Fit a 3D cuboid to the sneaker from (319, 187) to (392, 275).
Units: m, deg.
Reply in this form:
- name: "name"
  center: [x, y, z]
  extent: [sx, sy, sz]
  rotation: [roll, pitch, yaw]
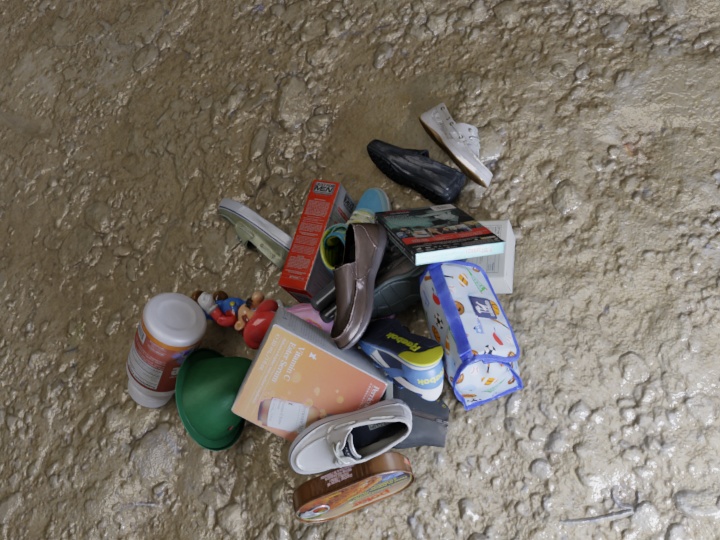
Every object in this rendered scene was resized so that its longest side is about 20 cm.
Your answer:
- name: "sneaker"
  center: [-0.007, -0.071, 1.318]
  extent: [0.078, 0.131, 0.205]
  rotation: [5, 70, 26]

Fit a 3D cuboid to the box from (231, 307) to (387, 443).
- name: "box"
  center: [-0.077, 0.179, 1.181]
  extent: [0.196, 0.106, 0.155]
  rotation: [27, 98, -6]

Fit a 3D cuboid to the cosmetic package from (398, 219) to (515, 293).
- name: "cosmetic package"
  center: [0.153, -0.021, 1.263]
  extent: [0.195, 0.073, 0.106]
  rotation: [1, 68, 22]

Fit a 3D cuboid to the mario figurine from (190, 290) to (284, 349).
- name: "mario figurine"
  center: [-0.211, 0.062, 1.354]
  extent: [0.196, 0.108, 0.123]
  rotation: [13, 43, 38]

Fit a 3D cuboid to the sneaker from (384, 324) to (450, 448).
- name: "sneaker"
  center: [0.092, 0.186, 1.213]
  extent: [0.103, 0.075, 0.205]
  rotation: [3, 63, 5]

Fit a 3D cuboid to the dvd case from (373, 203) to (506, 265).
- name: "dvd case"
  center: [0.116, -0.060, 1.171]
  extent: [0.142, 0.023, 0.200]
  rotation: [-8, 24, -15]

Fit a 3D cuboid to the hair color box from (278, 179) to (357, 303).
- name: "hair color box"
  center: [-0.070, -0.045, 1.351]
  extent: [0.060, 0.102, 0.205]
  rotation: [10, 71, 27]

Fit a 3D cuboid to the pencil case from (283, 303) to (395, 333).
- name: "pencil case"
  center: [-0.036, 0.077, 1.283]
  extent: [0.195, 0.088, 0.090]
  rotation: [-15, 63, 8]

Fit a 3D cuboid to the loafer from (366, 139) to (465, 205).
- name: "loafer"
  center: [0.098, -0.186, 1.363]
  extent: [0.198, 0.068, 0.071]
  rotation: [32, 74, 25]

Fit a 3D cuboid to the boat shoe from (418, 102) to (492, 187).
- name: "boat shoe"
  center: [0.179, -0.230, 1.342]
  extent: [0.069, 0.071, 0.201]
  rotation: [-38, 58, 5]

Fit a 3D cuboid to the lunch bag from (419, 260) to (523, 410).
- name: "lunch bag"
  center: [0.162, 0.092, 1.138]
  extent: [0.121, 0.200, 0.173]
  rotation: [-25, 60, 10]

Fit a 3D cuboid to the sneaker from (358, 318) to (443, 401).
- name: "sneaker"
  center: [0.056, 0.132, 1.148]
  extent: [0.073, 0.084, 0.199]
  rotation: [-26, 27, -20]

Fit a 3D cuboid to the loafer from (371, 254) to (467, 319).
- name: "loafer"
  center: [0.080, 0.005, 1.214]
  extent: [0.197, 0.072, 0.063]
  rotation: [-32, 40, 5]

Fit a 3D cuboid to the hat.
- name: "hat"
  center: [-0.181, 0.179, 1.248]
  extent: [0.173, 0.167, 0.202]
  rotation: [-22, 29, 28]

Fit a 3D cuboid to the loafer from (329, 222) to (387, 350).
- name: "loafer"
  center: [-0.018, 0.018, 1.165]
  extent: [0.073, 0.070, 0.206]
  rotation: [-15, 59, 60]

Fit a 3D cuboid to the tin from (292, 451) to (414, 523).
- name: "tin"
  center: [-0.012, 0.332, 1.162]
  extent: [0.196, 0.112, 0.043]
  rotation: [-24, 51, 10]

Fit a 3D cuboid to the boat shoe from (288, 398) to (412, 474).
- name: "boat shoe"
  center: [-0.015, 0.251, 1.107]
  extent: [0.195, 0.066, 0.074]
  rotation: [-18, 102, 2]

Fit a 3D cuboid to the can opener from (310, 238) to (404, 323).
- name: "can opener"
  center: [0.000, 0.000, 1.247]
  extent: [0.199, 0.054, 0.067]
  rotation: [-40, 25, -6]

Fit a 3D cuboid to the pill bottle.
- name: "pill bottle"
  center: [-0.346, 0.145, 1.333]
  extent: [0.113, 0.110, 0.202]
  rotation: [56, 135, 31]

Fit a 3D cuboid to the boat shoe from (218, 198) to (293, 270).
- name: "boat shoe"
  center: [-0.203, -0.072, 1.435]
  extent: [0.197, 0.072, 0.063]
  rotation: [31, 79, 27]
